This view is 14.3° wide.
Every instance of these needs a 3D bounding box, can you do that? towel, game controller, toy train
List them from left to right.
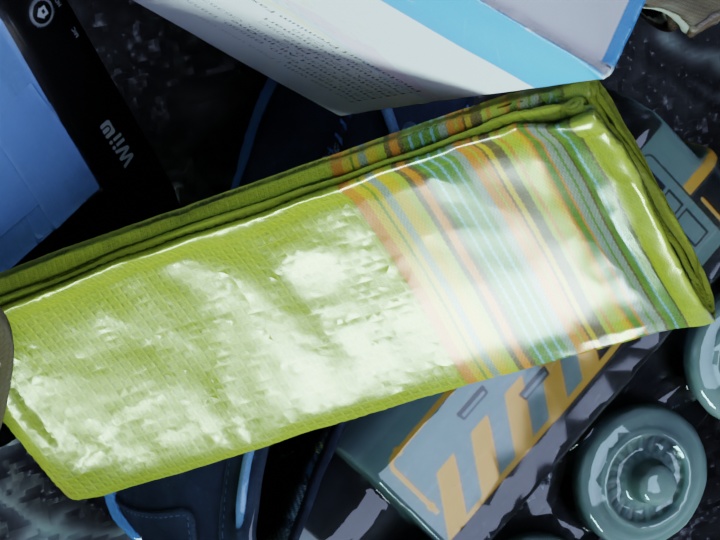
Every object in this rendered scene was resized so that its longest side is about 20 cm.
[{"bbox_3d":[-0.121,-0.046,0.780,0.104,0.042,0.200,-38,123,-15],"label":"game controller"},{"bbox_3d":[-0.012,0.011,0.756,0.199,0.018,0.086,-18,129,21],"label":"towel"},{"bbox_3d":[0.055,0.037,0.900,0.200,0.085,0.114,-48,113,-6],"label":"toy train"}]

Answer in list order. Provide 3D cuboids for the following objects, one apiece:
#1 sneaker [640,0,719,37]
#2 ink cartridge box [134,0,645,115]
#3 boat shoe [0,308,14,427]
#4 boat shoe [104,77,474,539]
[{"bbox_3d":[0.114,-0.114,0.891,0.199,0.071,0.076,-9,142,-43],"label":"sneaker"},{"bbox_3d":[-0.004,-0.126,0.730,0.125,0.200,0.129,28,79,-20],"label":"ink cartridge box"},{"bbox_3d":[-0.139,0.050,0.765,0.072,0.068,0.201,-11,143,-27],"label":"boat shoe"},{"bbox_3d":[0.000,0.000,0.843,0.084,0.068,0.201,26,85,-47],"label":"boat shoe"}]
